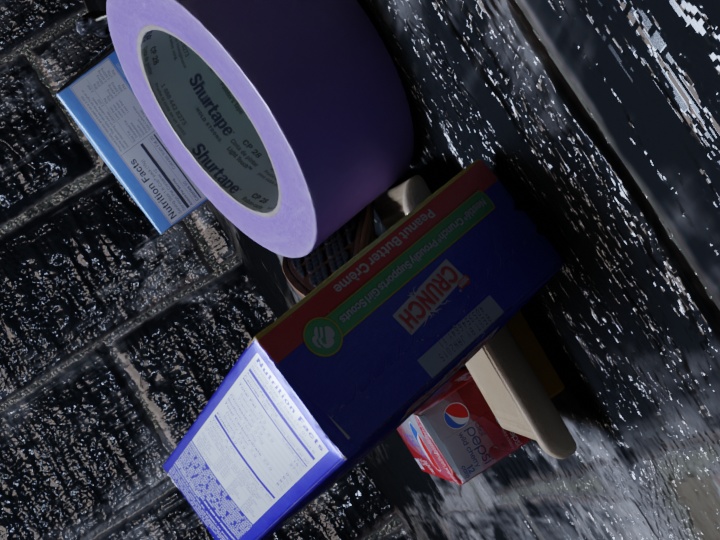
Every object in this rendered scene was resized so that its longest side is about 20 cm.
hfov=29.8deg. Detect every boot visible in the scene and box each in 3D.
[{"bbox_3d":[0.000,0.000,0.919,0.097,0.074,0.201,53,-170,-21],"label":"boot"}]

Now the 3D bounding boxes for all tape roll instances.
[{"bbox_3d":[-0.063,-0.114,0.837,0.200,0.085,0.201,42,158,22],"label":"tape roll"}]

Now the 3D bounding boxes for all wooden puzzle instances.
[{"bbox_3d":[0.073,0.024,0.869,0.187,0.037,0.200,60,177,-3],"label":"wooden puzzle"}]

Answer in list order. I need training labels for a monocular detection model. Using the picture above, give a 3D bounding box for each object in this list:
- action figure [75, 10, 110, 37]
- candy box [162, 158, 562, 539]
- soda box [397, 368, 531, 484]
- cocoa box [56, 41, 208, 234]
[{"bbox_3d":[-0.205,-0.256,1.341,0.199,0.101,0.120,-15,100,55],"label":"action figure"},{"bbox_3d":[-0.005,0.054,0.721,0.077,0.168,0.200,49,148,6],"label":"candy box"},{"bbox_3d":[0.075,0.122,1.080,0.064,0.069,0.200,58,173,1],"label":"soda box"},{"bbox_3d":[-0.144,-0.132,1.063,0.134,0.131,0.200,54,180,-14],"label":"cocoa box"}]
